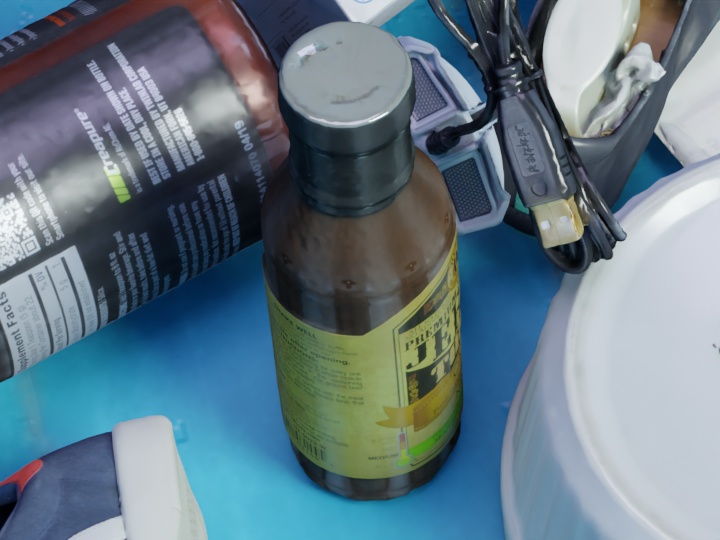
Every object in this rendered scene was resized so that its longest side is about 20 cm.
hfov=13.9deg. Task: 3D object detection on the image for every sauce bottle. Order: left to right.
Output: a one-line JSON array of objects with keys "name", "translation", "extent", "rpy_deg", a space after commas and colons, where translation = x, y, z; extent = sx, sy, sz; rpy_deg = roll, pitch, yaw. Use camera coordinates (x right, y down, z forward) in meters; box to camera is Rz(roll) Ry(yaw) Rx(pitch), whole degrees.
[{"name": "sauce bottle", "translation": [0.000, 0.000, 0.940], "extent": [0.064, 0.200, 0.065], "rpy_deg": [-2, 57, 3]}]

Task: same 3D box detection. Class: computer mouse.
[{"name": "computer mouse", "translation": [0.030, -0.049, 0.985], "extent": [0.044, 0.200, 0.110], "rpy_deg": [-29, 96, -17]}]

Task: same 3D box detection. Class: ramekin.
[{"name": "ramekin", "translation": [0.144, 0.050, 0.947], "extent": [0.201, 0.094, 0.204], "rpy_deg": [-2, 60, 4]}]

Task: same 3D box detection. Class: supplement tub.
[{"name": "supplement tub", "translation": [-0.123, -0.022, 1.023], "extent": [0.199, 0.107, 0.107], "rpy_deg": [-28, 57, -15]}]

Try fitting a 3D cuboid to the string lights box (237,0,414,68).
[{"name": "string lights box", "translation": [0.041, -0.153, 1.096], "extent": [0.200, 0.103, 0.059], "rpy_deg": [-39, 93, -21]}]

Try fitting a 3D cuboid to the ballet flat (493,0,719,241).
[{"name": "ballet flat", "translation": [0.096, -0.102, 1.063], "extent": [0.073, 0.073, 0.201], "rpy_deg": [16, 58, 16]}]

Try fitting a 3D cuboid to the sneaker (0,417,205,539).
[{"name": "sneaker", "translation": [-0.086, 0.125, 0.912], "extent": [0.084, 0.075, 0.200], "rpy_deg": [-15, 29, 1]}]

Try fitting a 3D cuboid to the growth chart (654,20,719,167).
[{"name": "growth chart", "translation": [0.160, -0.074, 1.089], "extent": [0.144, 0.018, 0.200], "rpy_deg": [-25, 57, -13]}]
